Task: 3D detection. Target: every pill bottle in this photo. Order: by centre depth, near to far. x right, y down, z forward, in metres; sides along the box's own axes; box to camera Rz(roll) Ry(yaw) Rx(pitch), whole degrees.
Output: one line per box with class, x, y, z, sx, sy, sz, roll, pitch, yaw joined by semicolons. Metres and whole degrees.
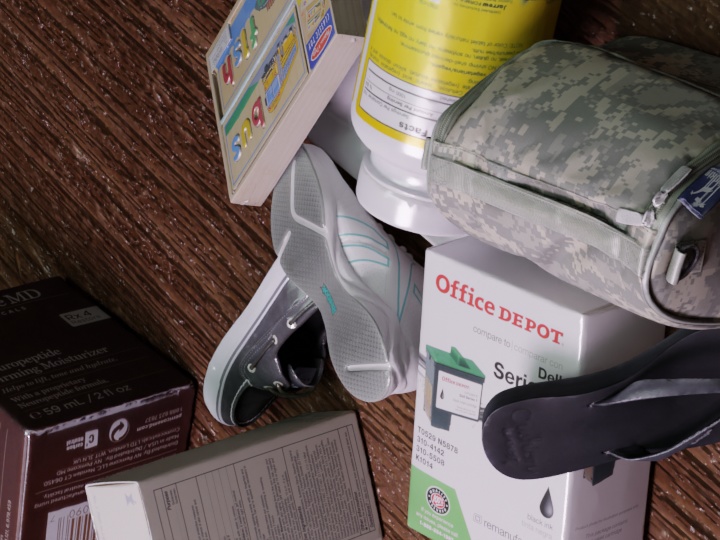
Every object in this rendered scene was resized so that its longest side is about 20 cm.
pill bottle;0.056;-0.128;1.324;0.112;0.112;0.201;36;125;38

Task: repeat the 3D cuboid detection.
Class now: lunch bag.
lunch bag;0.154;-0.047;1.230;0.200;0.167;0.140;26;120;43

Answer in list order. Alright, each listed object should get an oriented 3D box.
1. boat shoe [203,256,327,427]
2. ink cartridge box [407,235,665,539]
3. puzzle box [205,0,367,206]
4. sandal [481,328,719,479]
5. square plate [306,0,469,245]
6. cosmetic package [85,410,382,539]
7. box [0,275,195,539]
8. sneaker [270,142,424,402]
boat shoe;-0.051;0.057;1.593;0.066;0.070;0.200;53;128;27
ink cartridge box;0.110;0.088;1.390;0.146;0.084;0.201;23;118;44
puzzle box;-0.054;-0.152;1.498;0.200;0.025;0.134;126;140;-49
sandal;0.169;0.084;1.274;0.199;0.043;0.076;-21;115;14
square plate;0.037;-0.138;1.453;0.200;0.028;0.199;41;131;35
cosmetic package;-0.087;0.173;1.560;0.073;0.199;0.104;-8;95;51
box;-0.264;0.133;1.787;0.200;0.165;0.165;34;127;38
sneaker;0.000;0.000;1.500;0.070;0.080;0.201;-49;57;44
